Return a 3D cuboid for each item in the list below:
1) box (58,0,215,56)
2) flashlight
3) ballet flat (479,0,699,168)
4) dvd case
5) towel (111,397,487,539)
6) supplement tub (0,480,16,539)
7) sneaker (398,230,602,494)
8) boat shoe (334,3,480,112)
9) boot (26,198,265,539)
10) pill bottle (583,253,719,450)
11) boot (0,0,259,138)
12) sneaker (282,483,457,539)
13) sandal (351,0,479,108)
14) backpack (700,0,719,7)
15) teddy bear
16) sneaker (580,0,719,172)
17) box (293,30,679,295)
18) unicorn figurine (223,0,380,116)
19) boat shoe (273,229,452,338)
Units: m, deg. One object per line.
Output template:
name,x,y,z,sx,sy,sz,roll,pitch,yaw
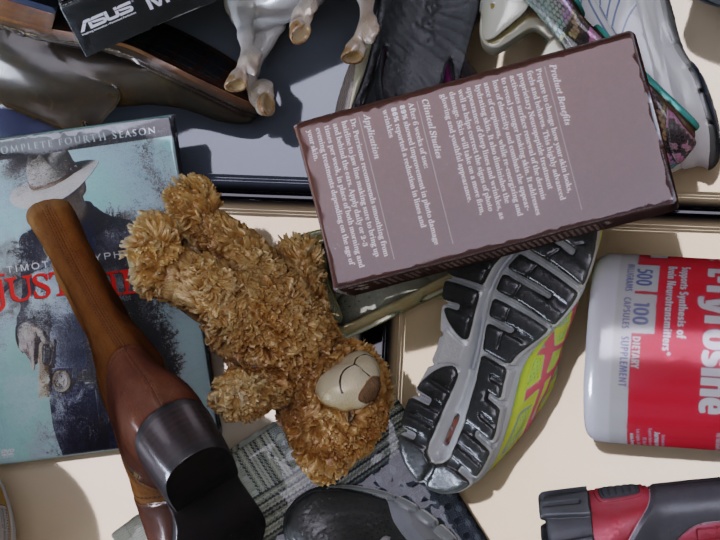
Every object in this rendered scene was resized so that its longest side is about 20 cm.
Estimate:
box,-0.100,-0.233,1.684,0.192,0.048,0.200,-21,39,3
flashlight,0.206,0.155,1.645,0.199,0.068,0.068,-4,63,3
ballet flat,0.116,-0.133,1.636,0.071,0.069,0.200,-38,79,3
dvd case,-0.169,0.012,1.708,0.145,0.022,0.201,-7,95,7
towel,-0.026,0.186,1.690,0.200,0.035,0.193,-33,83,0
supplement tub,-0.286,0.156,1.637,0.144,0.200,0.145,-1,83,7
sneaker,0.090,0.034,1.651,0.078,0.090,0.201,32,104,21
boat shoe,0.036,-0.124,1.695,0.073,0.074,0.201,19,87,10
boot,-0.138,0.079,1.637,0.068,0.188,0.200,-31,59,-8
pill bottle,0.233,0.051,1.627,0.199,0.112,0.113,3,83,8
boot,-0.160,-0.110,1.736,0.199,0.075,0.097,23,111,1
sneaker,0.041,0.185,1.609,0.200,0.115,0.075,31,87,6
sandal,0.030,-0.098,1.640,0.075,0.048,0.201,6,84,-8
backpack,0.253,-0.224,1.625,0.199,0.183,0.148,16,84,12
teddy bear,-0.054,0.028,1.608,0.067,0.145,0.200,-38,82,30
sneaker,0.152,-0.147,1.686,0.087,0.075,0.201,-19,80,10
box,0.072,-0.059,1.570,0.199,0.075,0.101,-14,85,8
unicorn figurine,-0.053,-0.170,1.692,0.199,0.074,0.138,-15,55,24
boat shoe,0.001,0.002,1.688,0.200,0.063,0.074,-13,81,5
